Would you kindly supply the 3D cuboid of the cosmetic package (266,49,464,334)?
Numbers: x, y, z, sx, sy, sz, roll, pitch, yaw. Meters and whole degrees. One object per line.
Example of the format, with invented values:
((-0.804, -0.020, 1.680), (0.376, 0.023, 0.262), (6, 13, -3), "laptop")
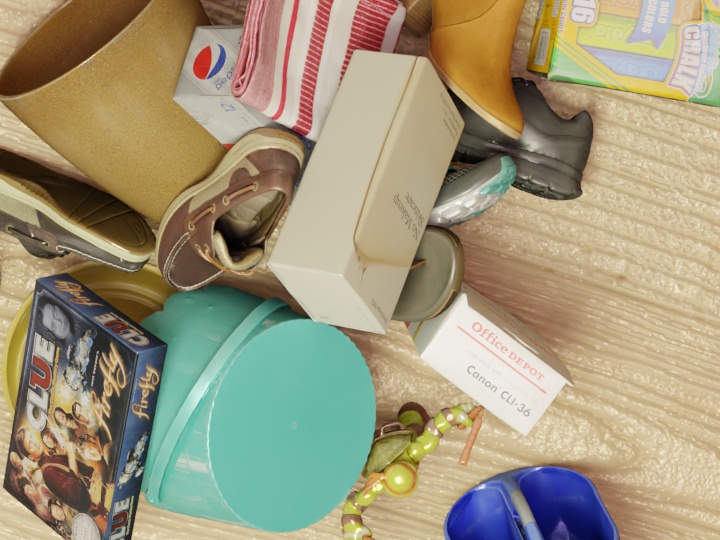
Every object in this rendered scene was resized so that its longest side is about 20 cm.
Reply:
((0.007, -0.064, 1.554), (0.073, 0.104, 0.201), (9, 67, 28), "cosmetic package")

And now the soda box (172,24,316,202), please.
((-0.070, -0.121, 1.586), (0.063, 0.200, 0.069), (4, 69, 31), "soda box")

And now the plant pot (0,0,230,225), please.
((-0.170, -0.131, 1.622), (0.186, 0.187, 0.200), (-37, 116, 2), "plant pot")

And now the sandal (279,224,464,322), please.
((0.000, 0.000, 1.621), (0.199, 0.054, 0.083), (7, 100, 37), "sandal")

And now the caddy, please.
((0.150, 0.243, 1.678), (0.140, 0.200, 0.106), (-17, 116, -3), "caddy")

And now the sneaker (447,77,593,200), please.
((0.110, -0.131, 1.686), (0.198, 0.076, 0.092), (22, 84, -10), "sneaker")

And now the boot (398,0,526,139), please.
((0.116, -0.219, 1.621), (0.144, 0.071, 0.202), (-45, 54, 13), "boot")

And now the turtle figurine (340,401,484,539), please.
((0.023, 0.170, 1.671), (0.064, 0.161, 0.200), (40, 94, -8), "turtle figurine")

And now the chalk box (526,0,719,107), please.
((0.255, -0.210, 1.649), (0.198, 0.124, 0.125), (8, 98, -5), "chalk box")

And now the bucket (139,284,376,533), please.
((-0.095, 0.117, 1.625), (0.206, 0.134, 0.209), (-7, 100, -39), "bucket")

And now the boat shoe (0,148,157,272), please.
((-0.263, -0.043, 1.661), (0.199, 0.073, 0.065), (28, 117, 18), "boat shoe")

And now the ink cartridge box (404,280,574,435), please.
((0.106, 0.069, 1.641), (0.116, 0.200, 0.068), (36, 95, -7), "ink cartridge box")

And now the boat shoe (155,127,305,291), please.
((-0.108, -0.032, 1.567), (0.072, 0.072, 0.200), (19, 139, -29), "boat shoe")

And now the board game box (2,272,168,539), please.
((-0.228, 0.122, 1.593), (0.135, 0.034, 0.202), (31, 119, 36), "board game box")

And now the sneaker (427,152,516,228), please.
((0.038, -0.069, 1.657), (0.199, 0.077, 0.092), (-23, 87, 27), "sneaker")

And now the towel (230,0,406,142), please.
((-0.028, -0.177, 1.559), (0.023, 0.200, 0.145), (7, 80, 33), "towel")

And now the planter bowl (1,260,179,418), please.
((-0.217, 0.095, 1.686), (0.198, 0.083, 0.203), (0, 98, -3), "planter bowl")
